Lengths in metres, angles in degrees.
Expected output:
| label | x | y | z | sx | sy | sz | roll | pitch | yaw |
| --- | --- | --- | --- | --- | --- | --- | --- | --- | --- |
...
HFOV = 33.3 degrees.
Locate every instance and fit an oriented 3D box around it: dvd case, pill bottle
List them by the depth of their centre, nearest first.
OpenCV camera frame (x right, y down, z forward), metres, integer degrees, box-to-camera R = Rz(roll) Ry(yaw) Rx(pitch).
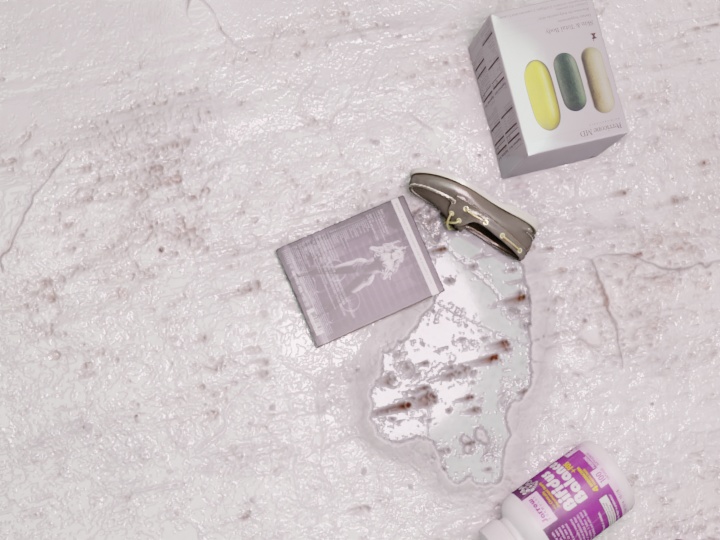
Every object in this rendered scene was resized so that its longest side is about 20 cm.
| label | x | y | z | sx | sy | sz | roll | pitch | yaw |
| --- | --- | --- | --- | --- | --- | --- | --- | --- | --- |
| pill bottle | 0.261 | 0.328 | 1.625 | 0.199 | 0.112 | 0.113 | -34 | 87 | -10 |
| dvd case | 0.000 | 0.000 | 1.689 | 0.198 | 0.016 | 0.150 | -23 | 84 | -8 |

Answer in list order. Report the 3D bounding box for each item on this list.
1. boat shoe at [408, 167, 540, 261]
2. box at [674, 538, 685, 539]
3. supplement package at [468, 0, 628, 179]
| label | x | y | z | sx | sy | sz | roll | pitch | yaw |
| --- | --- | --- | --- | --- | --- | --- | --- | --- | --- |
| boat shoe | 0.154 | -0.080 | 1.689 | 0.200 | 0.072 | 0.061 | 25 | 76 | -6 |
| box | 0.490 | 0.495 | 1.636 | 0.174 | 0.097 | 0.202 | 22 | 80 | -3 |
| supplement package | 0.259 | -0.254 | 1.683 | 0.150 | 0.151 | 0.202 | -13 | 84 | -8 |
